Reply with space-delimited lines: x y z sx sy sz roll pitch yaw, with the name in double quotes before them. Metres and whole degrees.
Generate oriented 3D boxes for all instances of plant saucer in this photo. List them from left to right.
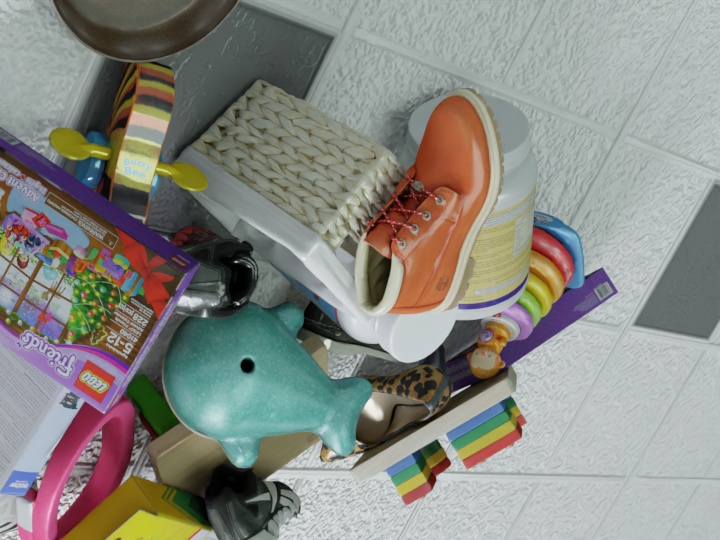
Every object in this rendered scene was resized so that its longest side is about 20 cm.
"plant saucer" -0.164 -0.263 1.032 0.199 0.032 0.201 -25 135 -28

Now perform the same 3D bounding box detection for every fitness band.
"fitness band" -0.262 0.193 1.228 0.144 0.037 0.201 -52 167 -36

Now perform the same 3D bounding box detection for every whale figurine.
"whale figurine" -0.081 0.103 1.199 0.199 0.104 0.160 24 75 -13

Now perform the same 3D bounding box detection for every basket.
"basket" -0.048 -0.067 1.172 0.124 0.199 0.136 -52 142 -8

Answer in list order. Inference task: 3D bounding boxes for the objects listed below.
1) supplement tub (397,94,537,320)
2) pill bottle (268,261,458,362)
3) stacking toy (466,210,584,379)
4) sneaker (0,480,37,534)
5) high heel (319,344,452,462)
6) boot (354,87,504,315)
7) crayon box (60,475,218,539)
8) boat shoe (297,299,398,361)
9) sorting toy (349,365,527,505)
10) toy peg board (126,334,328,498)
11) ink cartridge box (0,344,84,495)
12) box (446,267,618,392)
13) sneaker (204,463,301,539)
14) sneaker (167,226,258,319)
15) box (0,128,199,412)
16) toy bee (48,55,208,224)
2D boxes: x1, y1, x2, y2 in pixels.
"supplement tub" 0.109 -0.066 1.359 0.145 0.145 0.201 -25 135 -28
"pill bottle" 0.000 0.000 1.261 0.108 0.200 0.109 -25 134 -28
"stacking toy" 0.167 0.038 1.468 0.201 0.115 0.110 -60 150 -31
"sneaker" -0.317 0.167 1.206 0.201 0.076 0.115 -47 153 0
"high heel" 0.020 0.167 1.449 0.071 0.143 0.200 43 104 -11
"boot" 0.053 -0.052 1.087 0.107 0.075 0.201 -8 118 -43
"crayon box" -0.219 0.261 1.242 0.127 0.051 0.200 -41 156 1
"boat shoe" 0.003 0.058 1.407 0.201 0.071 0.061 12 97 -61
"sorting toy" 0.101 0.192 1.491 0.199 0.070 0.199 -32 177 7
"toy peg board" -0.139 0.144 1.346 0.199 0.098 0.200 -32 153 -19
"ink cartridge box" -0.296 0.102 1.120 0.201 0.119 0.042 -56 150 5
"box" 0.198 0.073 1.578 0.199 0.039 0.137 -31 177 -23
"sneaker" -0.112 0.230 1.325 0.066 0.091 0.200 -30 -179 9
"sneaker" -0.133 0.002 1.157 0.200 0.097 0.071 -56 149 -81
"box" -0.244 -0.002 1.026 0.137 0.199 0.039 -57 178 17
"toy bee" -0.189 -0.069 1.086 0.130 0.109 0.202 -8 116 -20
